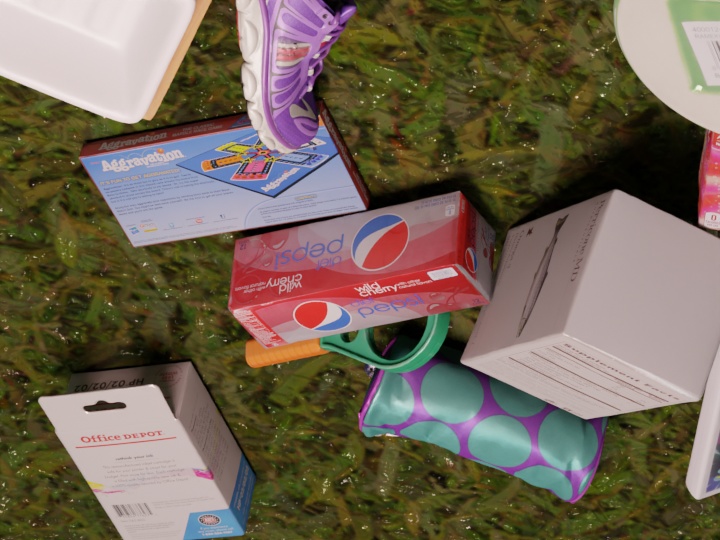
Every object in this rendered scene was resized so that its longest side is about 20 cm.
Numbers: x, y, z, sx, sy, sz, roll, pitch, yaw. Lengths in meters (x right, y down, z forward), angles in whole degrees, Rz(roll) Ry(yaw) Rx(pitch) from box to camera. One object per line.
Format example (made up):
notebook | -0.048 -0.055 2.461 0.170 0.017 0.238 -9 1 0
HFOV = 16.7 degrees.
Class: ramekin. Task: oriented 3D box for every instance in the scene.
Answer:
ramekin | 0.260 -0.172 1.574 0.200 0.098 0.200 20 147 14

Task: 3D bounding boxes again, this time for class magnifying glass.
magnifying glass | -0.012 0.049 1.939 0.200 0.080 0.022 -14 159 40

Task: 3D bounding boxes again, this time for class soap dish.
soap dish | -0.210 -0.200 1.701 0.200 0.081 0.157 21 137 -10

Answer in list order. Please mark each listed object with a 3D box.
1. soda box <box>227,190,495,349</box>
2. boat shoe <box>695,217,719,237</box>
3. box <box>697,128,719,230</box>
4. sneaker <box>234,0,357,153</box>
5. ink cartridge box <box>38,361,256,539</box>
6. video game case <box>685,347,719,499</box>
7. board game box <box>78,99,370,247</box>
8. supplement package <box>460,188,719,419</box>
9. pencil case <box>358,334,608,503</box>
soda box | 0.000 0.000 1.863 0.200 0.070 0.063 -12 145 26
boat shoe | 0.301 0.040 1.850 0.065 0.073 0.200 -4 135 24
box | 0.338 -0.083 1.692 0.200 0.095 0.100 7 137 5
sneaker | -0.043 -0.163 1.708 0.083 0.081 0.200 0 135 4
ink cartridge box | -0.179 0.143 2.070 0.115 0.068 0.200 -7 135 19
video game case | 0.341 0.080 1.855 0.182 0.023 0.200 -17 141 -18
board game box | -0.103 -0.072 1.860 0.200 0.019 0.103 -8 135 21
supplement package | 0.174 0.028 1.775 0.117 0.117 0.200 26 165 -14
pencil case | 0.098 0.120 1.971 0.200 0.085 0.092 20 120 -7
